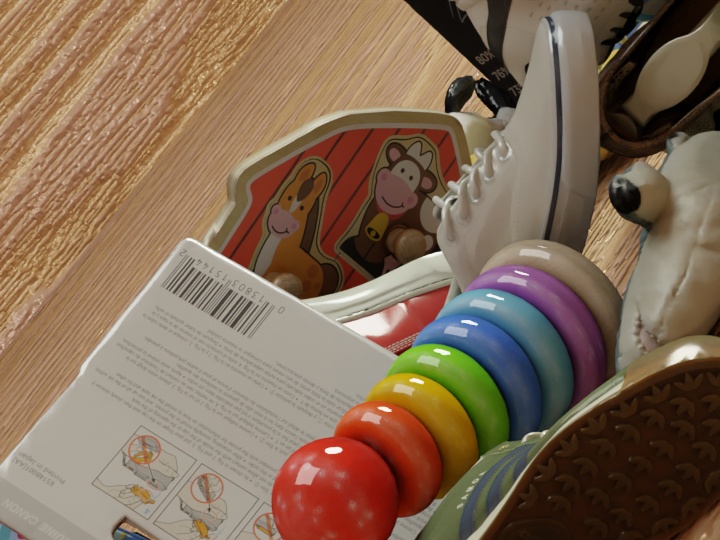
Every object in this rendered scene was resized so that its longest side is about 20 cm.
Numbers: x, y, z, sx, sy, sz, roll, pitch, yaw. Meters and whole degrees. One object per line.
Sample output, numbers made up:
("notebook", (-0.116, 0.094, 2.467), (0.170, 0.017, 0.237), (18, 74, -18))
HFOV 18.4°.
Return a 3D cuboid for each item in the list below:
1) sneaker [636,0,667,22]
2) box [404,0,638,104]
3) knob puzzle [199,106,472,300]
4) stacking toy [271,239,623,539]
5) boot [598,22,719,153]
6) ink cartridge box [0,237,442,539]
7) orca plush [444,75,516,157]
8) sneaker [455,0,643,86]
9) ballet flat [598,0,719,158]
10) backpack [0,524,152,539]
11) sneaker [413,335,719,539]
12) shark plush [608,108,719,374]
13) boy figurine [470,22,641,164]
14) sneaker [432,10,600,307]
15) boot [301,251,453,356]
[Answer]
("sneaker", (0.179, -0.226, 1.169), (0.200, 0.081, 0.077), (-52, 32, 4))
("box", (0.107, -0.215, 1.467), (0.105, 0.200, 0.148), (-53, 13, -27))
("knob puzzle", (0.000, 0.000, 1.217), (0.220, 0.220, 0.030), (-50, 37, -11))
("stacking toy", (0.036, 0.064, 0.976), (0.200, 0.086, 0.085), (-36, 1, -42))
("boot", (0.182, -0.149, 1.232), (0.155, 0.072, 0.200), (-50, 31, 4))
("ink cartridge box", (-0.054, 0.100, 1.059), (0.177, 0.199, 0.045), (-51, -23, -23))
("orca plush", (0.052, -0.074, 1.404), (0.071, 0.106, 0.200), (-10, 27, 20))
("sneaker", (0.121, -0.148, 1.076), (0.074, 0.080, 0.200), (-38, 9, -31))
("ballet flat", (0.182, -0.126, 1.048), (0.200, 0.068, 0.067), (-50, -7, 17))
("backpack", (-0.180, 0.212, 1.190), (0.200, 0.182, 0.148), (-30, 43, 46))
("sneaker", (0.080, 0.087, 0.904), (0.200, 0.067, 0.090), (-47, 16, 19))
("shark plush", (0.151, -0.024, 1.035), (0.200, 0.090, 0.084), (-77, 1, -58))
("boy figurine", (0.141, -0.106, 1.335), (0.200, 0.064, 0.124), (-46, 14, -6))
("sneaker", (0.071, -0.029, 1.072), (0.073, 0.070, 0.202), (-99, 15, -65))
("boot", (0.034, 0.072, 1.148), (0.199, 0.145, 0.073), (-17, -31, -20))
